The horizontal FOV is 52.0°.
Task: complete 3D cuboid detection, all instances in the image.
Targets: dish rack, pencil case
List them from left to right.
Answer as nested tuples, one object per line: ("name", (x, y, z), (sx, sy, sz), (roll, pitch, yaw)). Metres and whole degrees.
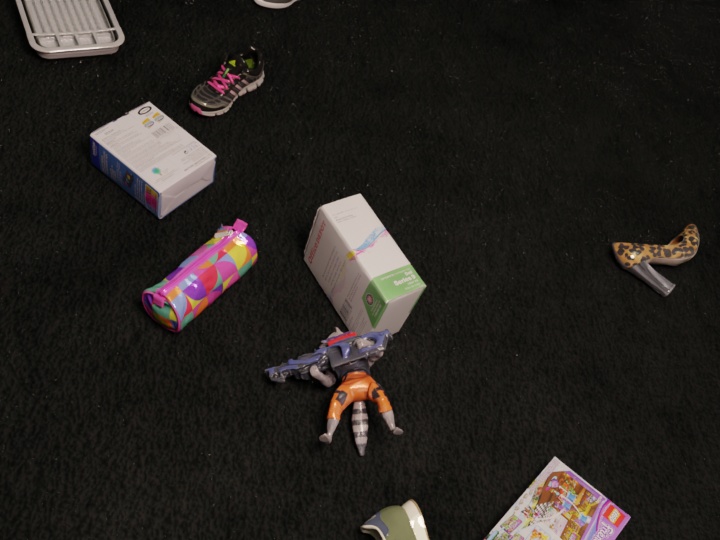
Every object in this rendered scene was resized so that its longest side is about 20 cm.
("dish rack", (-0.561, -0.477, 1.425), (0.171, 0.044, 0.201), (-14, 61, -25))
("pencil case", (-0.246, 0.007, 1.153), (0.088, 0.089, 0.200), (34, 53, 8))

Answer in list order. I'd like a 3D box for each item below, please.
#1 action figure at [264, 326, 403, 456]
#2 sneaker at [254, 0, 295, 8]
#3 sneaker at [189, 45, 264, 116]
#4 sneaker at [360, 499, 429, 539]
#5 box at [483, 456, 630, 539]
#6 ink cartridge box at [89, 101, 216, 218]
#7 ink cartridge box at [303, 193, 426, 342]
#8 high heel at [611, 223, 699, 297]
("action figure", (-0.036, 0.175, 1.116), (0.199, 0.105, 0.194), (-12, 49, 4))
("sneaker", (-0.151, -0.655, 1.653), (0.200, 0.099, 0.071), (-27, 69, -30))
("sneaker", (-0.254, -0.372, 1.420), (0.074, 0.088, 0.200), (38, 53, 10))
("sneaker", (0.059, 0.412, 0.976), (0.089, 0.067, 0.201), (-10, 59, -15))
("box", (0.279, 0.382, 1.067), (0.137, 0.039, 0.200), (38, 52, 24))
("ink cartridge box", (-0.366, -0.201, 1.268), (0.200, 0.076, 0.136), (40, 52, 10))
("ink cartridge box", (0.000, 0.000, 1.198), (0.087, 0.146, 0.200), (-22, 64, -31))
("high heel", (0.593, -0.059, 1.479), (0.142, 0.071, 0.200), (39, 62, 3))
